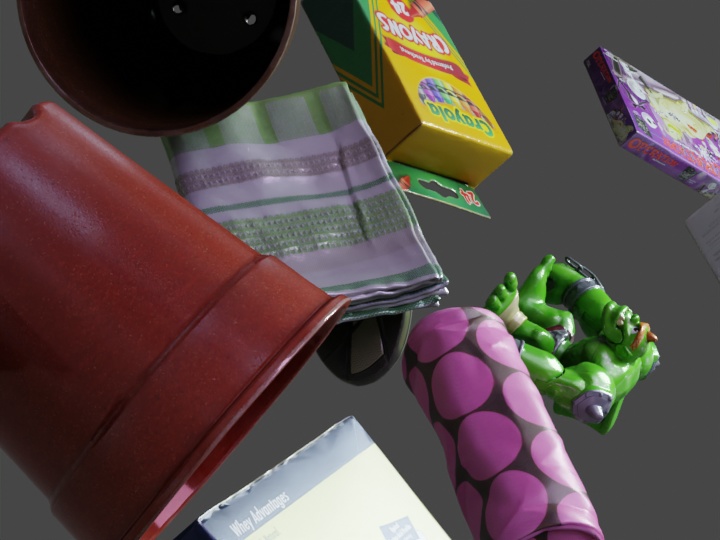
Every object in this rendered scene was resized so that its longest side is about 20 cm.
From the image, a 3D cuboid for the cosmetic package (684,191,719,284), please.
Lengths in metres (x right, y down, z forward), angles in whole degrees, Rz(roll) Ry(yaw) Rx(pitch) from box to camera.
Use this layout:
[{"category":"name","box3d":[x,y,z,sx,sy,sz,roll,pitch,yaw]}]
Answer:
[{"category":"cosmetic package","box3d":[0.390,0.021,2.341,0.101,0.071,0.201,13,43,-51]}]

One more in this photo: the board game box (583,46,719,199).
[{"category":"board game box","box3d":[0.303,-0.131,2.470,0.199,0.032,0.121,26,38,-40]}]

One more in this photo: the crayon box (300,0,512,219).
[{"category":"crayon box","box3d":[0.043,-0.142,2.038,0.127,0.051,0.201,14,43,-51]}]

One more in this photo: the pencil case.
[{"category":"pencil case","box3d":[0.089,0.124,1.702,0.090,0.094,0.201,-12,52,-10]}]

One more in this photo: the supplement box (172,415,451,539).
[{"category":"supplement box","box3d":[-0.024,0.214,1.331,0.200,0.134,0.200,51,25,5]}]

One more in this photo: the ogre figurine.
[{"category":"ogre figurine","box3d":[0.155,0.055,1.899,0.120,0.098,0.200,35,7,12]}]

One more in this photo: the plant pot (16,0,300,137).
[{"category":"plant pot","box3d":[-0.116,-0.188,1.732,0.187,0.187,0.200,49,10,2]}]

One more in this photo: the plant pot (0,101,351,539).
[{"category":"plant pot","box3d":[-0.142,0.028,1.361,0.195,0.201,0.201,41,25,3]}]

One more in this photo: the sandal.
[{"category":"sandal","box3d":[0.001,-0.001,1.749,0.057,0.079,0.202,46,21,-39]}]

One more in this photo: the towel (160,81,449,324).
[{"category":"towel","box3d":[-0.041,-0.045,1.696,0.148,0.031,0.201,-10,50,-18]}]
